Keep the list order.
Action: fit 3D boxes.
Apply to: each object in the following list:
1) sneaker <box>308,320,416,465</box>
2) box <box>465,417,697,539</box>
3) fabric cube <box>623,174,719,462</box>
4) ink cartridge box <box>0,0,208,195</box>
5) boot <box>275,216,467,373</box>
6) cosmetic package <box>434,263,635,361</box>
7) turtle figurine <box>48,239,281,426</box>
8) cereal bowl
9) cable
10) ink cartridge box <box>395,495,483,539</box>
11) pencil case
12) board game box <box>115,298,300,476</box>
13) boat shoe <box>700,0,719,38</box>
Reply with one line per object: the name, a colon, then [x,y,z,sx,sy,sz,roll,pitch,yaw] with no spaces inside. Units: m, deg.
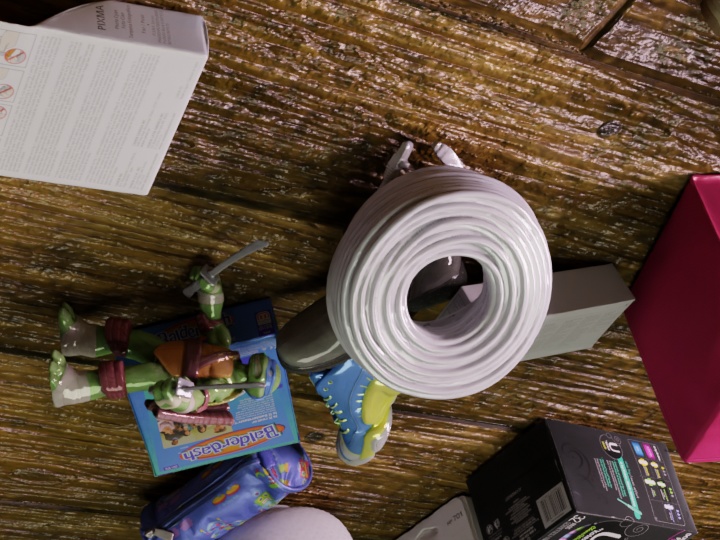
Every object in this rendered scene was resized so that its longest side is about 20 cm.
sneaker: [-0.013,0.112,1.666,0.105,0.076,0.200,11,131,-15]
box: [0.250,0.267,1.922,0.200,0.125,0.149,15,136,-37]
fabric cube: [0.394,0.042,1.612,0.200,0.196,0.200,-2,141,-18]
ink cartridge box: [-0.231,-0.135,1.261,0.200,0.047,0.160,8,139,-22]
boot: [0.000,0.000,1.508,0.200,0.068,0.131,-29,142,-8]
cosmetic package: [0.160,0.044,1.608,0.200,0.051,0.083,-7,149,-39]
turtle figurine: [-0.166,0.054,1.455,0.193,0.144,0.200,0,164,0]
cereal bowl: [-0.104,0.316,1.874,0.200,0.083,0.200,-16,153,-9]
cable: [0.071,0.012,1.447,0.200,0.069,0.200,32,97,-26]
ink cartridge box: [0.150,0.354,2.037,0.200,0.086,0.146,19,132,-41]
pencil case: [-0.146,0.237,1.764,0.200,0.078,0.087,-35,163,24]
board game box: [-0.144,0.115,1.628,0.152,0.045,0.200,-13,144,-5]
boat shoe: [0.371,-0.195,1.380,0.200,0.071,0.065,14,132,-30]
